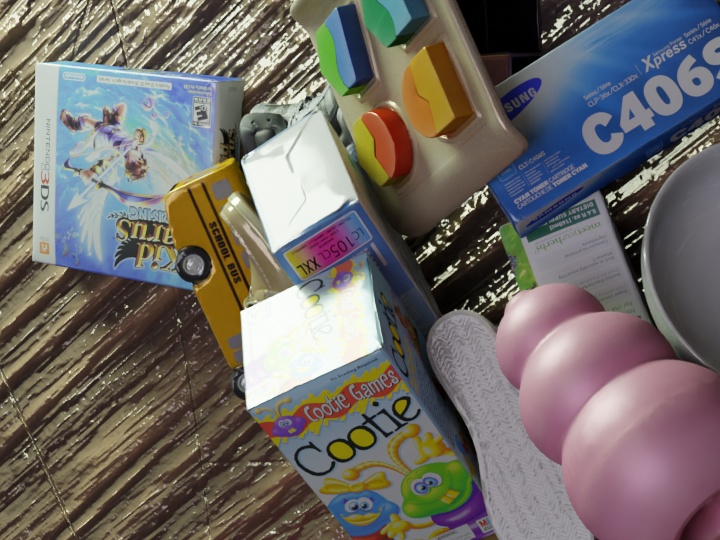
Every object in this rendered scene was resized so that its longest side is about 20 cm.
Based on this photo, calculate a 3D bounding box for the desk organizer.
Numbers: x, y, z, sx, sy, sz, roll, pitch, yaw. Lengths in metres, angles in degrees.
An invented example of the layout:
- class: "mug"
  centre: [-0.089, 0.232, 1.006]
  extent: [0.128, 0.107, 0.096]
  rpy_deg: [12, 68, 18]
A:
- class: "desk organizer"
  centre: [0.087, -0.190, 1.154]
  extent: [0.077, 0.072, 0.201]
  rpy_deg: [0, 98, 28]

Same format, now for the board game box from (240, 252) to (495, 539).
- class: "board game box"
  centre: [0.010, 0.105, 1.084]
  extent: [0.103, 0.105, 0.200]
  rpy_deg: [-25, 127, 13]

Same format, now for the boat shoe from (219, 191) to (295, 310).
- class: "boat shoe"
  centre: [-0.059, 0.033, 1.211]
  extent: [0.065, 0.072, 0.200]
  rpy_deg: [-32, 104, 3]

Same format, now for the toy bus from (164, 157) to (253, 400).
- class: "toy bus"
  centre: [-0.098, 0.015, 1.273]
  extent: [0.078, 0.065, 0.200]
  rpy_deg: [-24, 100, 2]

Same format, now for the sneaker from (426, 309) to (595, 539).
- class: "sneaker"
  centre: [0.118, 0.122, 1.086]
  extent: [0.074, 0.116, 0.200]
  rpy_deg: [-24, 78, 14]

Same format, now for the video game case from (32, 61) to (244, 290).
- class: "video game case"
  centre: [-0.198, -0.084, 1.353]
  extent: [0.200, 0.045, 0.182]
  rpy_deg: [9, 103, 29]

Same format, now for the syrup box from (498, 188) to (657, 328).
- class: "syrup box"
  centre: [0.170, 0.053, 1.086]
  extent: [0.079, 0.081, 0.200]
  rpy_deg: [-22, 61, 10]

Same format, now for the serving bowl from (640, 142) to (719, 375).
- class: "serving bowl"
  centre: [0.279, 0.011, 1.029]
  extent: [0.200, 0.200, 0.066]
  rpy_deg: [44, 157, 18]

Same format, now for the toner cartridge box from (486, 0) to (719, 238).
- class: "toner cartridge box"
  centre: [0.171, -0.117, 1.080]
  extent: [0.200, 0.043, 0.095]
  rpy_deg: [-33, 73, 3]

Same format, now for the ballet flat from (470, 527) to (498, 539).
- class: "ballet flat"
  centre: [0.099, 0.185, 1.133]
  extent: [0.200, 0.069, 0.063]
  rpy_deg: [8, 85, 40]

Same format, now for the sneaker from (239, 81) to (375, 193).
- class: "sneaker"
  centre: [-0.032, -0.130, 1.228]
  extent: [0.114, 0.075, 0.200]
  rpy_deg: [24, 112, 23]

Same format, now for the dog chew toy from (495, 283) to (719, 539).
- class: "dog chew toy"
  centre: [0.157, 0.084, 0.968]
  extent: [0.200, 0.124, 0.125]
  rpy_deg: [50, 119, 35]

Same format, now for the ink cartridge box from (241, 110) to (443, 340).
- class: "ink cartridge box"
  centre: [0.000, 0.000, 1.157]
  extent: [0.076, 0.200, 0.137]
  rpy_deg: [-31, 36, 7]

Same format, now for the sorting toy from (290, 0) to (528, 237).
- class: "sorting toy"
  centre: [0.023, -0.136, 1.082]
  extent: [0.200, 0.036, 0.185]
  rpy_deg: [63, 151, 8]
